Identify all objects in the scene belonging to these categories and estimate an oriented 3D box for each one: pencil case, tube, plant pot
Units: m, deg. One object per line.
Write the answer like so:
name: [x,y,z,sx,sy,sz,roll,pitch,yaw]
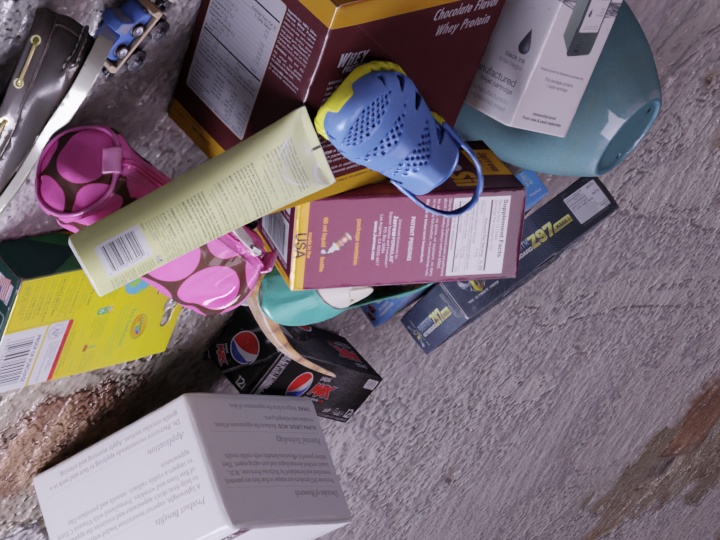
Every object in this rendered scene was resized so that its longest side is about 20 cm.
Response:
pencil case: [-0.157,-0.040,1.541,0.200,0.094,0.091,33,64,-46]
tube: [-0.117,-0.048,1.466,0.200,0.052,0.058,-28,172,-5]
plant pot: [0.197,-0.164,1.821,0.200,0.135,0.200,-42,162,-17]

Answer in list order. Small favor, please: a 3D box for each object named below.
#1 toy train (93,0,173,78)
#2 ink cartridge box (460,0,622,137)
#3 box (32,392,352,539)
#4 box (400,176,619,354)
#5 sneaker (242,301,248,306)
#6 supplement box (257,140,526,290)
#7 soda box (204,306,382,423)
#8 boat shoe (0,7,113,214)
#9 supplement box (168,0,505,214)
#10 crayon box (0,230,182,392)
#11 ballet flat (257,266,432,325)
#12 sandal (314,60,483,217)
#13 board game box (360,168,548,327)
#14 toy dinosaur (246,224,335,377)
toy train: [-0.132,-0.222,1.439,0.200,0.034,0.046,-51,148,11]
ink cartridge box: [0.133,-0.231,1.624,0.084,0.146,0.200,6,110,-48]
box: [-0.153,0.211,1.819,0.199,0.131,0.200,-29,161,28]
box: [0.144,-0.006,1.939,0.200,0.051,0.158,-35,174,-18]
sneaker: [-0.029,-0.044,1.779,0.199,0.081,0.115,-47,153,18]
supplement box: [0.025,-0.048,1.647,0.200,0.110,0.086,-4,116,-18]
soda box: [-0.062,0.093,1.920,0.063,0.071,0.200,-49,152,10]
boat shoe: [-0.251,-0.103,1.415,0.201,0.061,0.072,-50,-163,28]
supplement box: [-0.015,-0.180,1.549,0.197,0.133,0.200,-19,143,-40]
crayon box: [-0.229,0.026,1.625,0.200,0.051,0.127,-11,137,-46]
ballet flat: [0.000,0.000,1.708,0.070,0.067,0.200,-14,-179,45]
sandal: [0.038,-0.095,1.500,0.080,0.087,0.200,-48,151,11]
board game box: [0.087,-0.020,1.929,0.151,0.037,0.200,-34,173,-21]
toy dinosaur: [-0.092,0.010,1.703,0.060,0.106,0.200,-58,141,-72]
